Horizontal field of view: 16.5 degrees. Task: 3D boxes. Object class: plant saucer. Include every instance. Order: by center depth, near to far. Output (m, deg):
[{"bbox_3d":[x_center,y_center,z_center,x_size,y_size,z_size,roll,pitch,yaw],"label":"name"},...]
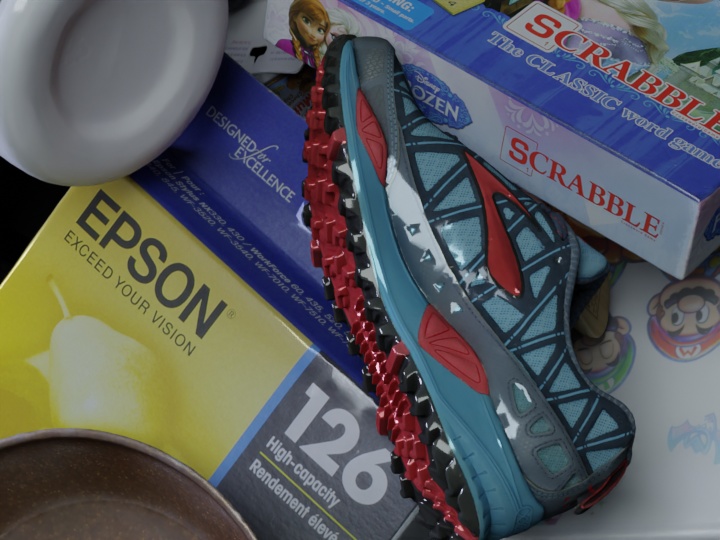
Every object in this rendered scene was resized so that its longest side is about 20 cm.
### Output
[{"bbox_3d":[-0.103,0.160,0.926,0.199,0.037,0.202,-2,86,23],"label":"plant saucer"}]

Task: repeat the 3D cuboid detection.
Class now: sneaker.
[{"bbox_3d":[0.039,0.002,0.903,0.095,0.079,0.201,-12,69,-17],"label":"sneaker"}]

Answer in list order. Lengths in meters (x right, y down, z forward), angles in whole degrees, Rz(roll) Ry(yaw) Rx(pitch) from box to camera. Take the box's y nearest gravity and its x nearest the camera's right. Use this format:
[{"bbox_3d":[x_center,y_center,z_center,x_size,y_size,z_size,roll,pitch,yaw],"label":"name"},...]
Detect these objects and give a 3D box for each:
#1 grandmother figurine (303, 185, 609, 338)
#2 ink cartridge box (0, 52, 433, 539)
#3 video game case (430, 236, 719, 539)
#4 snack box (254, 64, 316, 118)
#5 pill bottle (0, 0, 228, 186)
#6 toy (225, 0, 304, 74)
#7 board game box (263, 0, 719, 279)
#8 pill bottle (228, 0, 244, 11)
[{"bbox_3d":[0.000,0.000,0.992,0.199,0.061,0.122,-1,63,26],"label":"grandmother figurine"},{"bbox_3d":[-0.054,0.048,0.956,0.197,0.047,0.201,40,102,22],"label":"ink cartridge box"},{"bbox_3d":[0.069,0.033,0.988,0.199,0.024,0.183,-4,54,20],"label":"video game case"},{"bbox_3d":[0.009,-0.077,1.063,0.199,0.024,0.072,-26,48,8],"label":"snack box"},{"bbox_3d":[-0.152,-0.120,0.973,0.200,0.112,0.112,33,85,37],"label":"pill bottle"},{"bbox_3d":[0.011,-0.165,1.076,0.201,0.047,0.115,-65,23,-7],"label":"toy"},{"bbox_3d":[0.100,-0.104,0.984,0.199,0.041,0.199,31,46,22],"label":"board game box"},{"bbox_3d":[-0.080,-0.220,1.100,0.111,0.112,0.201,1,74,18],"label":"pill bottle"}]
